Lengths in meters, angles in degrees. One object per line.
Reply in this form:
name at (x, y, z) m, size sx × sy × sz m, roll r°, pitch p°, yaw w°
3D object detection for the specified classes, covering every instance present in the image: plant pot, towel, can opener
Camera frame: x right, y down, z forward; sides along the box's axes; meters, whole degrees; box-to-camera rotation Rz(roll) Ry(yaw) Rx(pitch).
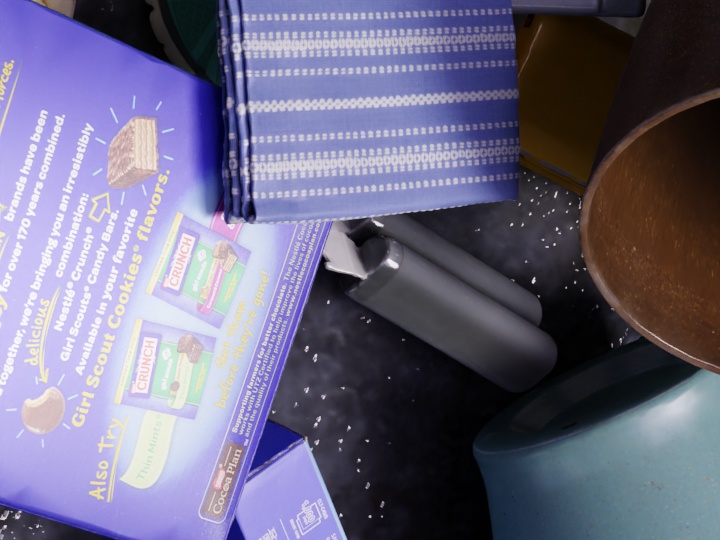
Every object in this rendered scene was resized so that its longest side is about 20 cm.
plant pot at (0.187, -0.087, 1.016) m, size 0.187 × 0.186 × 0.201 m, roll 42°, pitch 43°, yaw -34°
plant pot at (0.146, 0.131, 1.143) m, size 0.199 × 0.200 × 0.189 m, roll -27°, pitch 97°, yaw -25°
towel at (-0.001, -0.121, 0.964) m, size 0.144 × 0.024 × 0.202 m, roll -7°, pitch 95°, yaw -41°
can opener at (0.000, 0.000, 1.099) m, size 0.199 × 0.053 × 0.066 m, roll 26°, pitch 122°, yaw -34°

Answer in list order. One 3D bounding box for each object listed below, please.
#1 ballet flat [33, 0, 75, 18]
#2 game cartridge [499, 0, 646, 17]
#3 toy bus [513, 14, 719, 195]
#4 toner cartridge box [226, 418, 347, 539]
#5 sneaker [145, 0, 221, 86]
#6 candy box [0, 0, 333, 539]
ballet flat at (-0.167, -0.038, 0.962) m, size 0.066 × 0.057 × 0.200 m, roll 44°, pitch 77°, yaw -32°
game cartridge at (0.050, -0.202, 1.022) m, size 0.042 × 0.132 × 0.202 m, roll -18°, pitch 111°, yaw -77°
toy bus at (0.101, -0.065, 1.102) m, size 0.199 × 0.078 × 0.065 m, roll 25°, pitch 89°, yaw -20°
toner cartridge box at (-0.030, 0.148, 1.083) m, size 0.043 × 0.095 × 0.201 m, roll -33°, pitch 119°, yaw -23°
sneaker at (-0.047, -0.129, 1.005) m, size 0.077 × 0.079 × 0.201 m, roll -40°, pitch 122°, yaw -19°
candy box at (-0.118, -0.003, 0.935) m, size 0.199 × 0.077 × 0.170 m, roll 23°, pitch 84°, yaw -40°
